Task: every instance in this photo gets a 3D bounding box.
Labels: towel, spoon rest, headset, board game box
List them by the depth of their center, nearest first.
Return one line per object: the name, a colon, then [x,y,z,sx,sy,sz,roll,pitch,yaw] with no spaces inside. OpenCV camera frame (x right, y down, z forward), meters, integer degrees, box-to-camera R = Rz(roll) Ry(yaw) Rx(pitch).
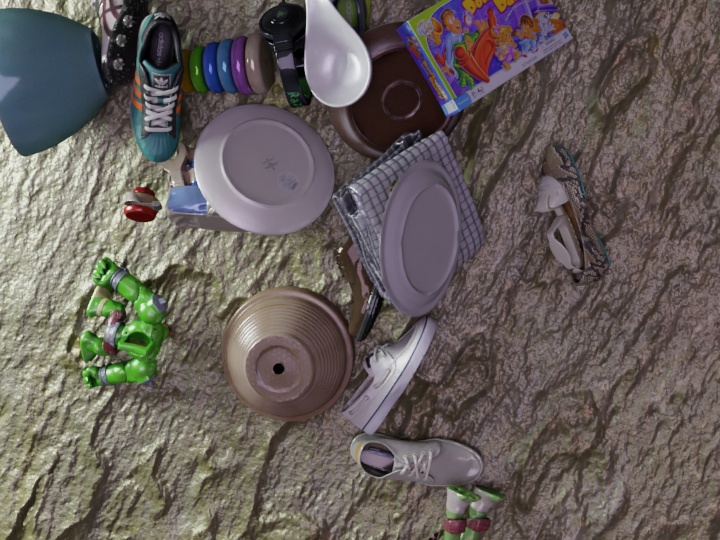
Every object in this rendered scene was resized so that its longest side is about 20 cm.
spoon rest: [-0.038,-0.313,1.484,0.099,0.060,0.202,-11,87,30]
board game box: [0.166,-0.313,1.510,0.199,0.045,0.135,-34,97,-16]
towel: [0.065,-0.072,1.544,0.165,0.085,0.201,-37,120,-18]
headset: [-0.082,-0.323,1.546,0.093,0.124,0.202,-10,80,8]

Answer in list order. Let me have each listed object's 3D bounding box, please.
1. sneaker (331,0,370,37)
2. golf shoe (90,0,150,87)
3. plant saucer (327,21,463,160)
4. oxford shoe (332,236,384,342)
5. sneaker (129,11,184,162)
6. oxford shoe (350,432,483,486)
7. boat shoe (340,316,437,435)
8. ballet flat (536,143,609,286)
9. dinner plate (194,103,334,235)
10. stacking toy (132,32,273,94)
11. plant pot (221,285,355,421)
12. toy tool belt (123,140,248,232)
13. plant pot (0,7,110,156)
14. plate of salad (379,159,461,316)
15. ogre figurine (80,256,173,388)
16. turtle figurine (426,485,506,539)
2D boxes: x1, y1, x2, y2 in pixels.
sneaker: [-0.019,-0.297,1.559,0.073,0.081,0.202,-5,101,8]
golf shoe: [-0.329,-0.349,1.575,0.088,0.077,0.202,4,80,33]
plant saucer: [0.054,-0.235,1.550,0.198,0.032,0.202,-5,120,-9]
oxford shoe: [0.000,0.000,1.627,0.084,0.073,0.202,8,90,7]
sneaker: [-0.272,-0.243,1.523,0.071,0.080,0.202,-1,100,-13]
oxford shoe: [0.082,0.283,1.679,0.198,0.058,0.076,9,100,3]
boat shoe: [0.037,0.142,1.652,0.070,0.071,0.201,31,110,-3]
ballet flat: [0.283,-0.071,1.573,0.075,0.068,0.201,-27,102,-27]
dinner plate: [-0.129,-0.144,1.569,0.199,0.024,0.202,7,68,-17]
stacking toy: [-0.226,-0.281,1.589,0.198,0.085,0.086,-3,101,11]
plant pot: [-0.110,0.131,1.651,0.199,0.093,0.203,1,103,5]
toy tool belt: [-0.228,-0.125,1.613,0.198,0.125,0.124,4,71,2]
plant pot: [-0.419,-0.269,1.558,0.134,0.200,0.202,-14,100,-2]
plate of salad: [0.072,-0.042,1.464,0.048,0.199,0.202,8,104,35]
ogre figurine: [-0.344,0.092,1.668,0.119,0.098,0.202,18,92,14]
turtle figurine: [0.164,0.421,1.646,0.143,0.200,0.196,13,94,-12]
